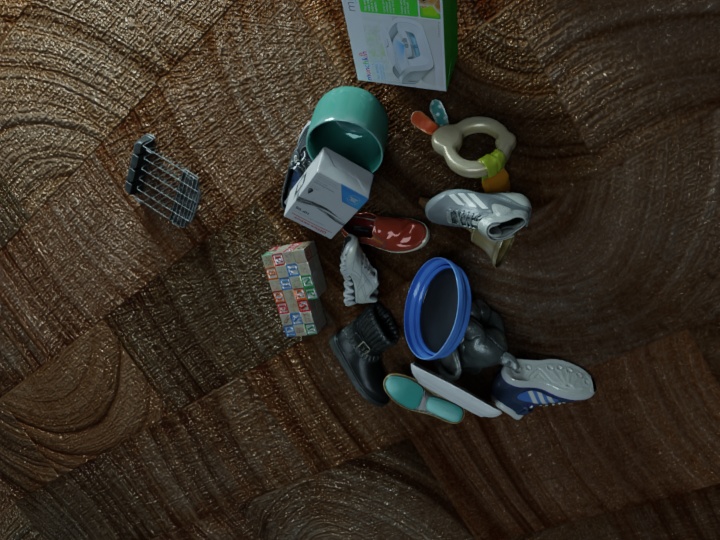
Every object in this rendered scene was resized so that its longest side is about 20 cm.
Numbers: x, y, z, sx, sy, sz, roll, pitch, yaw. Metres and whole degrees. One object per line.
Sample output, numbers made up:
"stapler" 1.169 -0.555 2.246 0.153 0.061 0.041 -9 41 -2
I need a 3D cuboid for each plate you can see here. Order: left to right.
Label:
"plate" 0.190 0.251 1.205 0.197 0.200 0.033 28 87 10

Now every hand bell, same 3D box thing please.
"hand bell" 0.199 -0.095 1.127 0.197 0.104 0.106 28 120 22

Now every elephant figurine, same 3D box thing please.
"elephant figurine" 0.205 0.165 1.203 0.140 0.157 0.200 30 126 -18

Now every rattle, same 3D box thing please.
"rattle" 0.195 -0.223 1.097 0.197 0.142 0.133 24 87 28

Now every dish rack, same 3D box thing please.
"dish rack" -0.458 -0.203 1.358 0.197 0.055 0.155 32 121 5

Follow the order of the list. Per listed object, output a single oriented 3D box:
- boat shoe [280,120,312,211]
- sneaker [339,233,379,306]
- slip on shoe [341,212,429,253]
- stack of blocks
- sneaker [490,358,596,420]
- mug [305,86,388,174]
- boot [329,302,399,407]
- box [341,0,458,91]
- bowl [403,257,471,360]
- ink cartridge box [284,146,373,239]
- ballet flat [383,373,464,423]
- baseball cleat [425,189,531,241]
"boat shoe" -0.124 -0.212 1.209 0.069 0.066 0.203 30 119 7
"sneaker" 0.000 0.000 1.223 0.079 0.076 0.202 6 142 10
"slip on shoe" 0.045 -0.082 1.187 0.195 0.061 0.076 11 85 19
"stack of blocks" -0.139 0.044 1.325 0.112 0.059 0.205 -7 108 24
"sneaker" 0.371 0.257 1.208 0.194 0.082 0.148 8 137 1
"mug" -0.033 -0.267 1.109 0.182 0.117 0.152 -11 142 35
"boot" 0.038 0.193 1.303 0.157 0.079 0.213 -35 95 30
"box" 0.071 -0.420 0.973 0.172 0.099 0.201 13 155 16
"bowl" 0.153 0.077 1.156 0.038 0.202 0.203 12 123 -24
"ink cartridge box" -0.073 -0.137 1.142 0.114 0.068 0.200 24 144 -19
"ballet flat" 0.139 0.286 1.297 0.196 0.063 0.070 27 95 -1
"baseball cleat" 0.202 -0.099 1.033 0.195 0.107 0.071 -4 125 24
